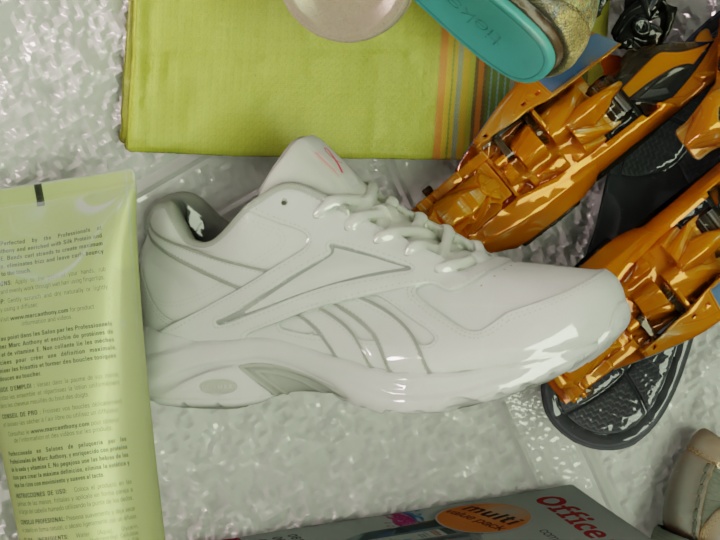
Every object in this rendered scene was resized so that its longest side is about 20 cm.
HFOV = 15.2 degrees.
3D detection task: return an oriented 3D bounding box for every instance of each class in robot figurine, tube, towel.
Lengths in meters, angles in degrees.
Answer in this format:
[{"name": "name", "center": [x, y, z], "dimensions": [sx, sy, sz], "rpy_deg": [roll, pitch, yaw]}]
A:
[{"name": "robot figurine", "center": [0.127, -0.047, 1.037], "dimensions": [0.200, 0.058, 0.145], "rpy_deg": [-40, 89, 0]}, {"name": "tube", "center": [-0.104, 0.066, 1.000], "dimensions": [0.058, 0.052, 0.201], "rpy_deg": [-12, 94, -30]}, {"name": "towel", "center": [0.005, -0.087, 1.045], "dimensions": [0.199, 0.018, 0.086], "rpy_deg": [0, 101, -22]}]

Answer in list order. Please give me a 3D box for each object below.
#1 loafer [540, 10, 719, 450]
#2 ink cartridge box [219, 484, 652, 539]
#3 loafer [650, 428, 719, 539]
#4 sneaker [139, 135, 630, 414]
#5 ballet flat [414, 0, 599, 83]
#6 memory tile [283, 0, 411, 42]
[{"name": "loafer", "center": [0.129, -0.021, 1.098], "dimensions": [0.072, 0.063, 0.201], "rpy_deg": [27, 88, 4]}, {"name": "ink cartridge box", "center": [0.028, 0.183, 1.054], "dimensions": [0.199, 0.145, 0.145], "rpy_deg": [-7, 107, -21]}, {"name": "loafer", "center": [0.220, 0.116, 1.160], "dimensions": [0.199, 0.072, 0.063], "rpy_deg": [13, 92, -22]}, {"name": "sneaker", "center": [0.000, 0.000, 0.988], "dimensions": [0.199, 0.078, 0.100], "rpy_deg": [-2, 98, 21]}, {"name": "ballet flat", "center": [0.009, -0.149, 0.998], "dimensions": [0.200, 0.071, 0.071], "rpy_deg": [36, 89, -11]}, {"name": "memory tile", "center": [-0.041, -0.183, 0.935], "dimensions": [0.200, 0.017, 0.154], "rpy_deg": [32, 109, -1]}]
